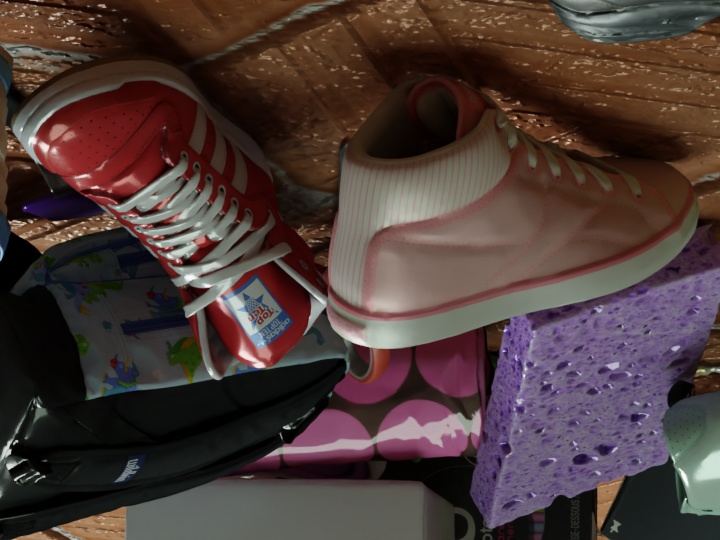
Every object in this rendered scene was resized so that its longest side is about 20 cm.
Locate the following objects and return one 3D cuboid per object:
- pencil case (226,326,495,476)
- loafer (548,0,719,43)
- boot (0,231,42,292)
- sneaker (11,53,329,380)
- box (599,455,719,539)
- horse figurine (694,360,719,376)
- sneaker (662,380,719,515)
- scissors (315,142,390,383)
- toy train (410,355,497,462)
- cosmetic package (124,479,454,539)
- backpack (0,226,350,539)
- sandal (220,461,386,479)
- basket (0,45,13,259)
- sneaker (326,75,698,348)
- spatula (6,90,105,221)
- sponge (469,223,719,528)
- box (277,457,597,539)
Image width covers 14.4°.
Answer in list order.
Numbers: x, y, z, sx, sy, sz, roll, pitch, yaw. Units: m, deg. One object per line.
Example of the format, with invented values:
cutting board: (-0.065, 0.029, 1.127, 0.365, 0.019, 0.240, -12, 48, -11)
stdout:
pencil case: (-0.023, 0.066, 1.548, 0.199, 0.091, 0.094, -3, 178, 9)
loafer: (0.142, -0.129, 1.021, 0.199, 0.073, 0.072, -13, 151, 32)
boot: (-0.232, -0.018, 1.350, 0.210, 0.080, 0.158, 9, 159, -18)
sneaker: (-0.074, -0.019, 1.245, 0.071, 0.113, 0.200, -31, 158, 15)
box: (0.259, 0.164, 1.621, 0.200, 0.079, 0.141, 32, -161, 36)
horse figurine: (0.252, 0.052, 1.529, 0.132, 0.050, 0.200, 3, 158, -17)
sneaker: (0.231, 0.106, 1.498, 0.118, 0.074, 0.200, -17, 143, 25)
scissors: (0.000, 0.000, 1.411, 0.014, 0.073, 0.200, -32, 167, -20)
toy train: (0.068, 0.080, 1.621, 0.199, 0.057, 0.042, -7, 158, 23)
cosmetic package: (-0.035, 0.205, 1.592, 0.167, 0.167, 0.200, 0, 172, 6)
backpack: (-0.101, 0.046, 1.371, 0.199, 0.154, 0.163, -1, 147, -25)
sandal: (-0.078, 0.100, 1.641, 0.202, 0.050, 0.083, -2, 128, 39)
basket: (-0.225, -0.023, 1.142, 0.176, 0.201, 0.139, -8, 140, 33)
sneaker: (0.072, -0.041, 1.264, 0.200, 0.105, 0.075, -18, -152, -32)
spatula: (-0.152, -0.059, 1.310, 0.056, 0.021, 0.200, -17, 153, 14)
sponge: (0.121, 0.057, 1.469, 0.111, 0.030, 0.200, -18, 150, -17)
box: (0.045, 0.162, 1.751, 0.199, 0.123, 0.106, -1, 161, 7)
